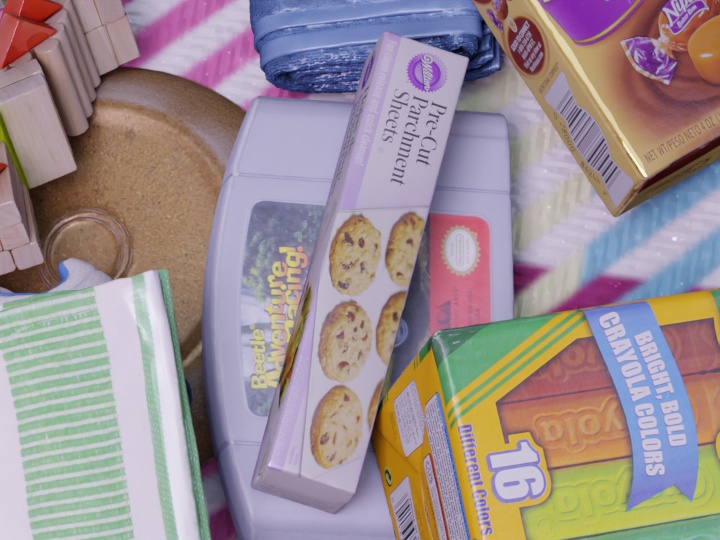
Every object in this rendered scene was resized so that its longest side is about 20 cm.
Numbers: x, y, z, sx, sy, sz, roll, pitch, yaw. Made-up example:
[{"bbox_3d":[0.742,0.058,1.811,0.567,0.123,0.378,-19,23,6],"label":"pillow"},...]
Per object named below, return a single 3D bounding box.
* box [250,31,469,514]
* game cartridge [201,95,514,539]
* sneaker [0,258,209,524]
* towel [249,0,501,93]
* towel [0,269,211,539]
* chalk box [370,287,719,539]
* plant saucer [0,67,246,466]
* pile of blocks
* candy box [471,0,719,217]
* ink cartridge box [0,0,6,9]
[{"bbox_3d":[0.000,0.000,1.230,0.041,0.039,0.201,19,69,-8],"label":"box"},{"bbox_3d":[-0.001,0.024,1.262,0.132,0.041,0.201,2,72,-8],"label":"game cartridge"},{"bbox_3d":[-0.163,0.081,1.243,0.200,0.080,0.147,-31,69,20],"label":"sneaker"},{"bbox_3d":[0.002,-0.178,1.340,0.111,0.049,0.201,-4,73,4],"label":"towel"},{"bbox_3d":[-0.156,0.091,1.182,0.199,0.023,0.153,-15,78,18],"label":"towel"},{"bbox_3d":[0.121,0.084,1.183,0.199,0.124,0.125,-10,74,-15],"label":"chalk box"},{"bbox_3d":[-0.118,-0.002,1.303,0.199,0.035,0.201,-2,71,6],"label":"plant saucer"},{"bbox_3d":[-0.157,-0.076,1.271,0.082,0.062,0.200,-2,39,19],"label":"pile of blocks"},{"bbox_3d":[0.107,-0.138,1.282,0.116,0.056,0.200,-30,79,-19],"label":"candy box"},{"bbox_3d":[-0.248,-0.156,1.330,0.200,0.084,0.146,-33,84,-5],"label":"ink cartridge box"}]
